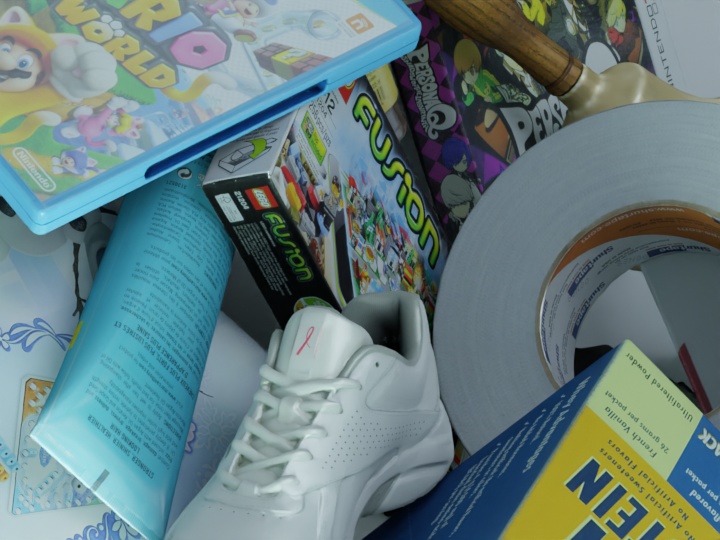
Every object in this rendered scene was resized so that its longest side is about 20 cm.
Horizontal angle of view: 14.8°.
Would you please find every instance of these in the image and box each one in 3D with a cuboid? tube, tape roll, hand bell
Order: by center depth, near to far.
[{"bbox_3d":[-0.084,0.014,1.144,0.077,0.050,0.201,41,41,-27],"label":"tube"},{"bbox_3d":[0.135,0.030,1.216,0.066,0.199,0.201,48,22,-64],"label":"tape roll"},{"bbox_3d":[0.092,-0.099,1.335,0.200,0.104,0.104,39,42,-23],"label":"hand bell"}]

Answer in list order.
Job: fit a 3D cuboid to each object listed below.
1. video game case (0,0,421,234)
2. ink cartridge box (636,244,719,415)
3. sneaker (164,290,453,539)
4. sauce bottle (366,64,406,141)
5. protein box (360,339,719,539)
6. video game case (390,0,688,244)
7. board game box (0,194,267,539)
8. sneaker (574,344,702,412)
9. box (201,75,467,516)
[{"bbox_3d":[-0.093,-0.107,1.160,0.199,0.018,0.143,-28,63,-30],"label":"video game case"},{"bbox_3d":[0.210,0.055,1.329,0.146,0.082,0.200,69,10,24],"label":"ink cartridge box"},{"bbox_3d":[-0.027,0.067,1.103,0.078,0.100,0.200,8,28,22],"label":"sneaker"},{"bbox_3d":[-0.036,-0.143,1.288,0.065,0.064,0.201,-45,124,-49],"label":"sauce bottle"},{"bbox_3d":[0.056,0.171,1.095,0.135,0.200,0.199,44,42,-5],"label":"protein box"},{"bbox_3d":[0.091,-0.111,1.411,0.200,0.036,0.182,-26,102,-48],"label":"video game case"},{"bbox_3d":[-0.128,0.061,1.136,0.199,0.043,0.200,43,42,-7],"label":"board game box"},{"bbox_3d":[0.153,0.116,1.311,0.200,0.077,0.111,38,52,-3],"label":"sneaker"},{"bbox_3d":[0.000,0.000,1.227,0.200,0.035,0.110,62,32,-34],"label":"box"}]
